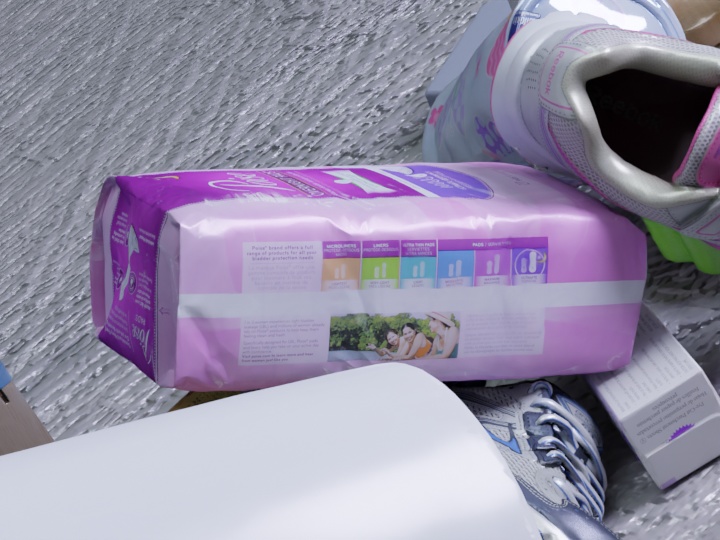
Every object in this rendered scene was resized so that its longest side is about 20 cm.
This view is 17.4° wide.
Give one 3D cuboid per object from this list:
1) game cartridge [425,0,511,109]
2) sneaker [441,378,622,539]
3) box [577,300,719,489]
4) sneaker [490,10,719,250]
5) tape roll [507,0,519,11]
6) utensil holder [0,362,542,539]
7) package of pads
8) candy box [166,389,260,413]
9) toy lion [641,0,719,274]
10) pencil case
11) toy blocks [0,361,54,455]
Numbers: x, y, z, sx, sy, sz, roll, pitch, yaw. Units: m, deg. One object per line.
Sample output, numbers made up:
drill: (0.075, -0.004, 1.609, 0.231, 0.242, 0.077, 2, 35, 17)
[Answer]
game cartridge: (0.136, -0.130, 1.271, 0.199, 0.041, 0.133, -13, 27, 36)
sneaker: (0.061, 0.078, 0.912, 0.085, 0.077, 0.200, -33, 24, -14)
box: (0.104, 0.027, 0.999, 0.041, 0.039, 0.200, -33, 24, 0)
sneaker: (0.148, -0.040, 0.919, 0.088, 0.199, 0.082, -97, 25, -83)
tape roll: (0.158, -0.168, 1.090, 0.202, 0.037, 0.203, -21, -7, -3)
utensil holder: (-0.059, 0.125, 0.706, 0.199, 0.171, 0.170, -15, 17, -24)
package of pads: (0.000, 0.000, 0.936, 0.199, 0.076, 0.120, -2, 11, -22)
candy box: (-0.078, 0.097, 0.952, 0.117, 0.056, 0.200, -47, -2, 24)
toy lion: (0.214, -0.081, 1.063, 0.199, 0.069, 0.192, -25, 32, 14)
pencil case: (0.085, -0.072, 1.078, 0.200, 0.083, 0.091, 143, 140, -78)
toy blocks: (-0.196, 0.078, 1.137, 0.100, 0.137, 0.200, -39, 25, -18)
